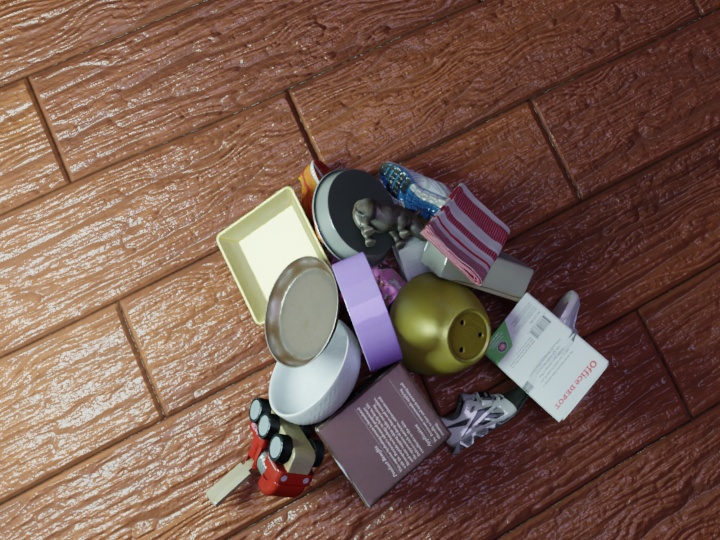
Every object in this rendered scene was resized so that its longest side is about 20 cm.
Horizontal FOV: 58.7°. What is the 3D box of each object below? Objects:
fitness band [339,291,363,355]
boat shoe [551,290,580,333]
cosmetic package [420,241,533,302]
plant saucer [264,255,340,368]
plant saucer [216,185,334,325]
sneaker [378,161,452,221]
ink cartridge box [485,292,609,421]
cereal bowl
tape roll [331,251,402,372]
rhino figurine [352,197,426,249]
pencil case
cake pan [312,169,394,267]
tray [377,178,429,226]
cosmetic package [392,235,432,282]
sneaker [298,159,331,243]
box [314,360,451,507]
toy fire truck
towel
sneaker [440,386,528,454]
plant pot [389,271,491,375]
[{"bbox_3d":[-0.068,0.133,1.267,0.198,0.037,0.145,-38,88,1],"label":"fitness band"},{"bbox_3d":[0.409,0.144,1.309,0.067,0.072,0.204,27,79,-3],"label":"boat shoe"},{"bbox_3d":[0.230,-0.010,1.263,0.195,0.104,0.075,16,103,-21],"label":"cosmetic package"},{"bbox_3d":[-0.103,0.077,1.171,0.032,0.196,0.207,19,76,-45],"label":"plant saucer"},{"bbox_3d":[-0.162,-0.028,1.264,0.197,0.048,0.204,-30,83,17],"label":"plant saucer"},{"bbox_3d":[0.126,-0.161,1.306,0.198,0.076,0.087,36,42,11],"label":"sneaker"},{"bbox_3d":[0.355,0.168,1.236,0.200,0.084,0.147,43,96,22],"label":"ink cartridge box"},{"bbox_3d":[-0.072,0.193,1.172,0.083,0.198,0.203,41,78,-33],"label":"cereal bowl"},{"bbox_3d":[0.011,0.074,1.150,0.064,0.200,0.205,-21,83,-2],"label":"tape roll"},{"bbox_3d":[0.066,-0.092,1.223,0.196,0.060,0.089,4,53,-38],"label":"rhino figurine"},{"bbox_3d":[0.000,0.000,1.288,0.199,0.083,0.087,41,45,2],"label":"pencil case"},{"bbox_3d":[-0.002,-0.107,1.243,0.196,0.036,0.207,14,65,-33],"label":"cake pan"},{"bbox_3d":[0.053,-0.137,1.338,0.193,0.037,0.102,6,80,-6],"label":"tray"},{"bbox_3d":[0.167,-0.050,1.313,0.195,0.051,0.085,-25,113,-9],"label":"cosmetic package"},{"bbox_3d":[-0.080,-0.127,1.280,0.072,0.077,0.204,19,44,-33],"label":"sneaker"},{"bbox_3d":[0.036,0.297,1.198,0.198,0.164,0.168,-36,86,-10],"label":"box"},{"bbox_3d":[-0.180,0.359,1.171,0.126,0.176,0.205,18,103,-35],"label":"toy fire truck"},{"bbox_3d":[0.205,-0.075,1.202,0.143,0.023,0.200,42,44,0],"label":"towel"},{"bbox_3d":[0.242,0.271,1.269,0.197,0.074,0.090,-31,86,-10],"label":"sneaker"},{"bbox_3d":[0.168,0.111,1.218,0.194,0.141,0.207,-2,95,-24],"label":"plant pot"}]
